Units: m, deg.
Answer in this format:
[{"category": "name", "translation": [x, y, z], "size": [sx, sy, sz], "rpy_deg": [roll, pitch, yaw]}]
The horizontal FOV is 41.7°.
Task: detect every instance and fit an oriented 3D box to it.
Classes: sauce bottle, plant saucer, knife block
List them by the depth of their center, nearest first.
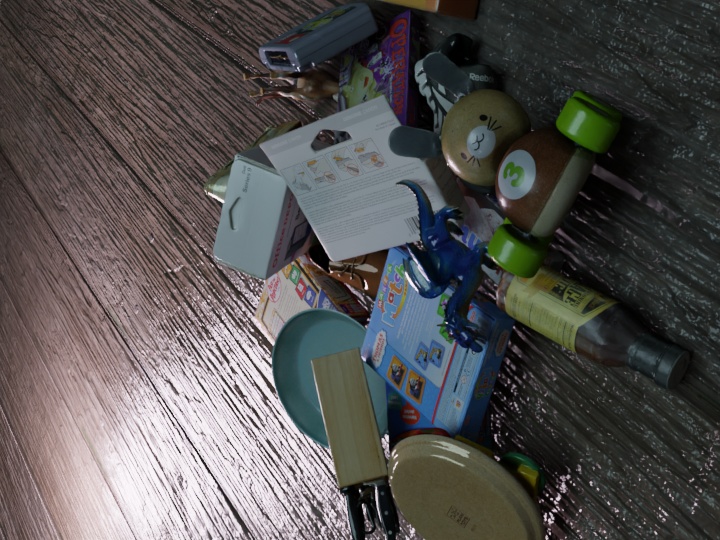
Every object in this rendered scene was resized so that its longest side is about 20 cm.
[{"category": "sauce bottle", "translation": [0.225, 0.052, 0.924], "size": [0.198, 0.065, 0.067], "rpy_deg": [29, 114, 36]}, {"category": "knife block", "translation": [-0.002, 0.220, 1.121], "size": [0.176, 0.063, 0.204], "rpy_deg": [-107, 4, -61]}, {"category": "plant saucer", "translation": [-0.030, 0.142, 1.265], "size": [0.196, 0.036, 0.205], "rpy_deg": [10, 110, 29]}]

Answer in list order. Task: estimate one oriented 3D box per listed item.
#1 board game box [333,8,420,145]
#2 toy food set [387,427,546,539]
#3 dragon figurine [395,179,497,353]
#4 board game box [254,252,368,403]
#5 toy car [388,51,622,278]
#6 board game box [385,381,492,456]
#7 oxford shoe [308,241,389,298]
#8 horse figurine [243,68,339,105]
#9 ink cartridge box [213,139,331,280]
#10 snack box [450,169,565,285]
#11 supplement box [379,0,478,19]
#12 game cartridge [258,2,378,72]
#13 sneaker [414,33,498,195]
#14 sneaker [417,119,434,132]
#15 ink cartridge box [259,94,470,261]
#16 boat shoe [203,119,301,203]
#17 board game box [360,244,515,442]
[{"category": "board game box", "translation": [0.020, -0.213, 1.163], "size": [0.118, 0.032, 0.204], "rpy_deg": [-18, 55, 34]}, {"category": "toy food set", "translation": [0.117, 0.252, 1.027], "size": [0.195, 0.049, 0.203], "rpy_deg": [22, 135, 25]}, {"category": "dragon figurine", "translation": [0.078, -0.011, 0.982], "size": [0.201, 0.099, 0.059], "rpy_deg": [49, 166, 14]}, {"category": "board game box", "translation": [-0.076, 0.065, 1.366], "size": [0.201, 0.046, 0.154], "rpy_deg": [50, 129, 40]}, {"category": "toy car", "translation": [0.128, -0.123, 0.925], "size": [0.198, 0.158, 0.166], "rpy_deg": [31, 111, 8]}, {"category": "board game box", "translation": [0.091, 0.160, 1.138], "size": [0.151, 0.044, 0.205], "rpy_deg": [-7, 86, 54]}, {"category": "oxford shoe", "translation": [0.000, 0.000, 1.240], "size": [0.198, 0.070, 0.073], "rpy_deg": [17, 103, 51]}, {"category": "horse figurine", "translation": [-0.087, -0.258, 1.328], "size": [0.199, 0.130, 0.051], "rpy_deg": [-161, 70, -66]}, {"category": "ink cartridge box", "translation": [-0.108, -0.091, 1.272], "size": [0.086, 0.200, 0.148], "rpy_deg": [21, 111, 15]}, {"category": "snack box", "translation": [0.148, -0.041, 1.069], "size": [0.200, 0.024, 0.073], "rpy_deg": [50, 130, 40]}, {"category": "supplement box", "translation": [0.061, -0.354, 1.148], "size": [0.199, 0.068, 0.068], "rpy_deg": [31, 114, 48]}, {"category": "game cartridge", "translation": [-0.053, -0.306, 1.239], "size": [0.042, 0.131, 0.200], "rpy_deg": [67, 167, -20]}, {"category": "sneaker", "translation": [0.122, -0.184, 1.066], "size": [0.091, 0.065, 0.203], "rpy_deg": [-47, 52, 46]}, {"category": "sneaker", "translation": [0.042, -0.169, 1.175], "size": [0.199, 0.066, 0.092], "rpy_deg": [-5, 91, 57]}, {"category": "ink cartridge box", "translation": [0.004, -0.108, 1.087], "size": [0.197, 0.045, 0.178], "rpy_deg": [-12, 119, 40]}, {"category": "boat shoe", "translation": [-0.145, -0.158, 1.342], "size": [0.062, 0.202, 0.074], "rpy_deg": [21, 137, 15]}, {"category": "board game box", "translation": [0.081, 0.080, 1.082], "size": [0.199, 0.036, 0.154], "rpy_deg": [37, 118, 47]}]
